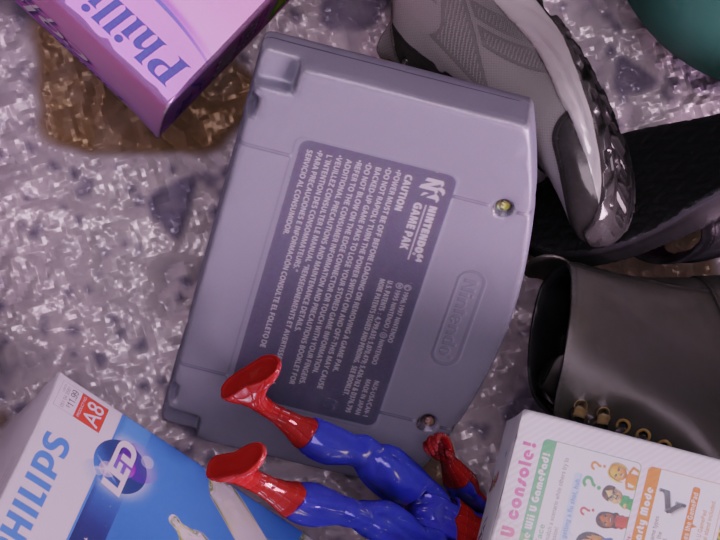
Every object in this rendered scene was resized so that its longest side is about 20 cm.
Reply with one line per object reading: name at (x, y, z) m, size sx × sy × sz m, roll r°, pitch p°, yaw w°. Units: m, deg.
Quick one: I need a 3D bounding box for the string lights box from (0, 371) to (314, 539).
string lights box at (-0.072, 0.143, 1.072) m, size 0.200 × 0.059 × 0.103 m, roll 35°, pitch 45°, yaw -14°

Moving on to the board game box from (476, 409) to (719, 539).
board game box at (0.139, 0.152, 1.039) m, size 0.199 × 0.064 × 0.148 m, roll 15°, pitch 83°, yaw -1°

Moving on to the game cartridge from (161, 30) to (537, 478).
game cartridge at (0.000, 0.000, 1.104) m, size 0.133 × 0.041 × 0.200 m, roll 17°, pitch 125°, yaw -2°

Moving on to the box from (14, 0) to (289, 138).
box at (-0.082, -0.194, 1.135) m, size 0.176 × 0.097 × 0.200 m, roll 44°, pitch 82°, yaw -2°

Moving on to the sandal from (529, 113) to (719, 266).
sandal at (0.161, -0.034, 1.138) m, size 0.200 × 0.075 × 0.048 m, roll -17°, pitch 125°, yaw 23°

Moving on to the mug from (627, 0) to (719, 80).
mug at (0.176, -0.163, 1.130) m, size 0.185 × 0.114 × 0.152 m, roll -26°, pitch 68°, yaw -11°

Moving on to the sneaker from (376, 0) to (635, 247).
sneaker at (0.058, -0.087, 1.139) m, size 0.079 × 0.074 × 0.200 m, roll -31°, pitch 61°, yaw 4°

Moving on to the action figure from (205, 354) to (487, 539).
action figure at (0.024, 0.104, 1.114) m, size 0.200 × 0.052 × 0.066 m, roll 33°, pitch 47°, yaw -35°

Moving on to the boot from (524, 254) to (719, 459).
boot at (0.132, 0.093, 1.107) m, size 0.138 × 0.077 × 0.201 m, roll 9°, pitch 62°, yaw -24°
